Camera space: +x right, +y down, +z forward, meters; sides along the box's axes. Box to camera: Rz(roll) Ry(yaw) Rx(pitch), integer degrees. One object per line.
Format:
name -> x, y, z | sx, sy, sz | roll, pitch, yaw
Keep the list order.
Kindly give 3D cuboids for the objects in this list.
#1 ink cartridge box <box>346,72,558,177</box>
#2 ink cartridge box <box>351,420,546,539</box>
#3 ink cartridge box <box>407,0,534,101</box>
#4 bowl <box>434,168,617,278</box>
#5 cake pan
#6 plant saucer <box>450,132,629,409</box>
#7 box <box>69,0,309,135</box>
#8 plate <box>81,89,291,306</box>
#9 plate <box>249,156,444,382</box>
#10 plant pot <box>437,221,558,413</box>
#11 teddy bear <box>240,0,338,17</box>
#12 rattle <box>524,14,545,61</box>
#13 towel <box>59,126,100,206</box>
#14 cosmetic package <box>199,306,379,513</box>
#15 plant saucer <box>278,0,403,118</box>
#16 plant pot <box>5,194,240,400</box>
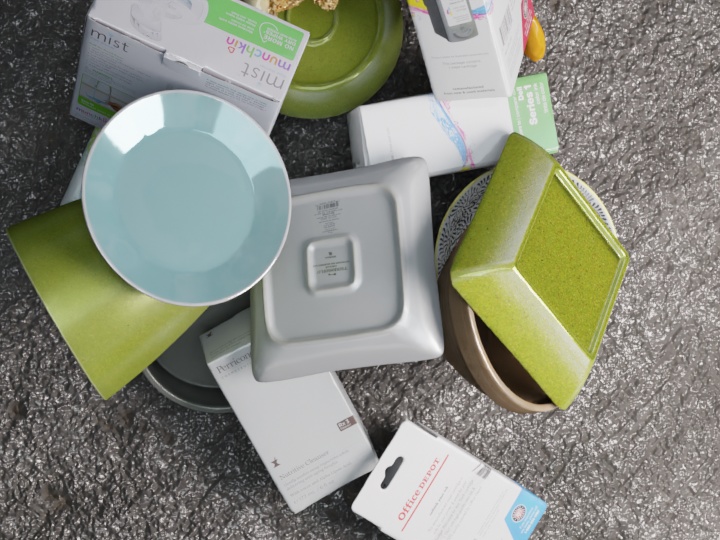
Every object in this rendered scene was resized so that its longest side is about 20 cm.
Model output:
ink cartridge box -> 0.091, -0.144, 1.550 | 0.197, 0.145, 0.085 | -11, 94, -5
ink cartridge box -> 0.085, 0.243, 1.590 | 0.199, 0.067, 0.117 | 33, 89, -20
ink cartridge box -> 0.101, -0.287, 1.439 | 0.084, 0.149, 0.202 | -2, 131, 23
bowl -> 0.169, -0.013, 1.592 | 0.197, 0.094, 0.204 | 0, 93, -6
cake pan -> -0.144, 0.051, 1.564 | 0.197, 0.037, 0.203 | -4, 111, -11
plant saucer -> 0.189, -0.005, 1.441 | 0.200, 0.048, 0.201 | 47, 50, -26
box -> -0.172, -0.191, 1.460 | 0.198, 0.177, 0.098 | 23, 59, -4
plate -> -0.160, -0.065, 1.368 | 0.197, 0.026, 0.203 | 5, 77, -21
plate -> -0.024, -0.004, 1.446 | 0.197, 0.032, 0.203 | -9, 75, 18
plant pot -> 0.134, 0.045, 1.478 | 0.199, 0.092, 0.204 | 17, 67, -45
teddy bear -> -0.067, -0.306, 1.505 | 0.143, 0.067, 0.201 | 11, 48, 28
rattle -> 0.208, -0.353, 1.593 | 0.143, 0.130, 0.201 | 40, 62, -18
towel -> -0.212, -0.094, 1.569 | 0.169, 0.048, 0.202 | 25, 90, -8
cosmetic package -> -0.073, 0.134, 1.548 | 0.112, 0.081, 0.201 | -29, 115, 1
plant saucer -> -0.052, -0.262, 1.567 | 0.197, 0.031, 0.203 | 0, 83, -3
plant pot -> -0.206, -0.008, 1.433 | 0.198, 0.187, 0.189 | -30, 96, -8
